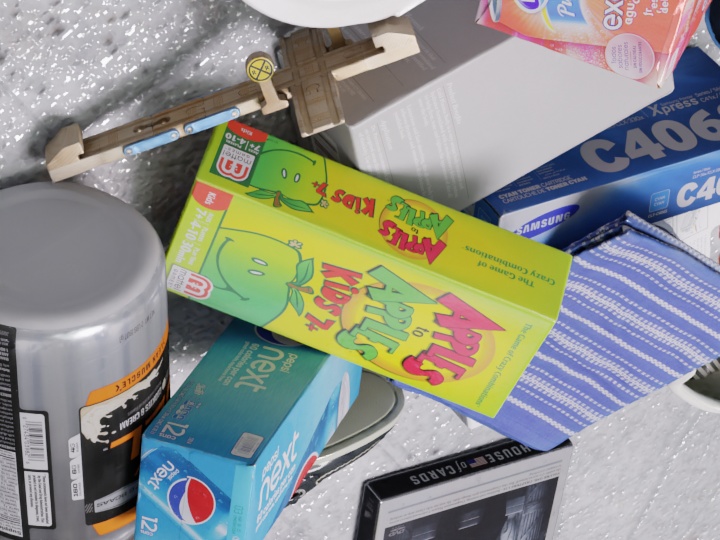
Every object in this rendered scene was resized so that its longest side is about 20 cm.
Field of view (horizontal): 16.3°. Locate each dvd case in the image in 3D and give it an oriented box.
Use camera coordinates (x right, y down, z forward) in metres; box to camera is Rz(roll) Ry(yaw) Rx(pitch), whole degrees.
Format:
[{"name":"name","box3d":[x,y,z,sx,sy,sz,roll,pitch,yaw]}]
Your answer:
[{"name":"dvd case","box3d":[0.059,0.202,1.681,0.150,0.025,0.201,-14,132,-27]}]

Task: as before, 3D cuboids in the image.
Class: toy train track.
[{"name":"toy train track","box3d":[-0.069,-0.095,1.279,0.199,0.115,0.033,-20,120,3]}]

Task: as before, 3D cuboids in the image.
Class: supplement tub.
[{"name":"supplement tub","box3d":[-0.160,0.064,1.319,0.122,0.123,0.201,-19,136,-23]}]

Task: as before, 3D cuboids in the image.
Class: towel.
[{"name":"towel","box3d":[0.128,0.043,1.452,0.145,0.024,0.200,28,137,-34]}]

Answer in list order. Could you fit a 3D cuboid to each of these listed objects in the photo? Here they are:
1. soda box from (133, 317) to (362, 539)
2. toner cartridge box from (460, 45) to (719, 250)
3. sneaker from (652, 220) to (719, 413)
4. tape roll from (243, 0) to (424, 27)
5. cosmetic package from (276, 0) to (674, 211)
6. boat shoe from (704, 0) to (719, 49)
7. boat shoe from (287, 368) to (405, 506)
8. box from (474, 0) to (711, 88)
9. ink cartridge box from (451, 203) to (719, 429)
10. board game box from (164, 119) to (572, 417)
[{"name":"soda box","box3d":[-0.055,0.077,1.361,0.200,0.064,0.068,-53,154,-59]},{"name":"toner cartridge box","box3d":[0.138,-0.066,1.449,0.199,0.095,0.043,-17,133,-25]},{"name":"sneaker","box3d":[0.187,0.025,1.507,0.073,0.071,0.200,-47,139,7]},{"name":"tape roll","box3d":[-0.005,-0.220,1.225,0.202,0.071,0.203,-21,135,-22]},{"name":"cosmetic package","box3d":[0.066,-0.109,1.366,0.200,0.090,0.107,-30,139,-16]},{"name":"boat shoe","box3d":[0.251,-0.200,1.402,0.084,0.069,0.201,-19,134,-24]},{"name":"boat shoe","box3d":[-0.066,0.116,1.473,0.199,0.075,0.066,-24,141,-20]},{"name":"box","box3d":[0.140,-0.186,1.264,0.200,0.102,0.095,-54,161,-54]},{"name":"ink cartridge box","box3d":[0.136,0.008,1.549,0.199,0.050,0.109,-24,136,-19]},{"name":"board game box","box3d":[0.000,0.000,1.332,0.199,0.048,0.102,22,142,-4]}]
